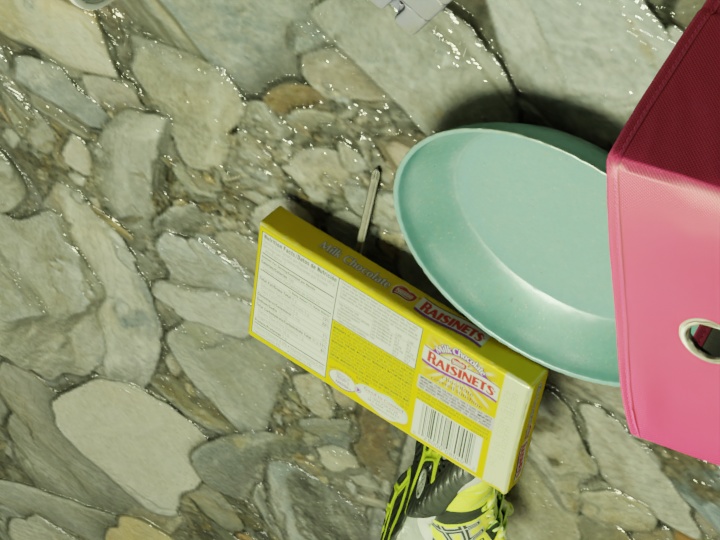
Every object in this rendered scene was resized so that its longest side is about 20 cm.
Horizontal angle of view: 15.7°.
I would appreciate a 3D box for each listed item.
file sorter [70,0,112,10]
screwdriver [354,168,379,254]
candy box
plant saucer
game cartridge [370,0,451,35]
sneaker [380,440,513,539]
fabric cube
[{"bbox_3d":[-0.173,-0.231,1.295,0.199,0.124,0.139,25,142,34],"label":"file sorter"},{"bbox_3d":[0.000,0.000,1.598,0.029,0.028,0.201,7,143,-10],"label":"screwdriver"},{"bbox_3d":[0.019,0.048,1.581,0.199,0.026,0.103,32,138,19],"label":"candy box"},{"bbox_3d":[0.112,-0.016,1.444,0.199,0.036,0.201,24,148,16],"label":"plant saucer"},{"bbox_3d":[-0.014,-0.214,1.299,0.200,0.038,0.130,40,145,-8],"label":"game cartridge"},{"bbox_3d":[0.068,0.145,1.695,0.076,0.076,0.200,15,152,-6],"label":"sneaker"},{"bbox_3d":[0.242,-0.021,1.148,0.198,0.200,0.197,19,145,24],"label":"fabric cube"}]
